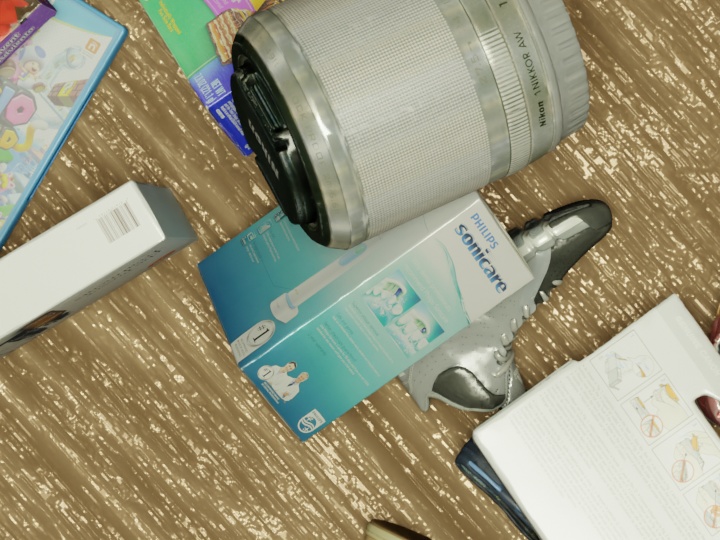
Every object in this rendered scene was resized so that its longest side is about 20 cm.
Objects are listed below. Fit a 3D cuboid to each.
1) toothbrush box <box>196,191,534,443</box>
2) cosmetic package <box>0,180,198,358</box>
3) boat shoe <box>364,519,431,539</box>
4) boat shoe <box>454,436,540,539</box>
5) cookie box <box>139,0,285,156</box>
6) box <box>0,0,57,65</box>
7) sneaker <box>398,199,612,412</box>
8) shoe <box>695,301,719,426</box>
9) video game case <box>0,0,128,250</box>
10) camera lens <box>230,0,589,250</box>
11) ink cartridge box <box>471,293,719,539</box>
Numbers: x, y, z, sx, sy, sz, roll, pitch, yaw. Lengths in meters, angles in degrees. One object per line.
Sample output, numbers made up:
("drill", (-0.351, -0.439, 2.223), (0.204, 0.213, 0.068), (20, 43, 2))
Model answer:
("toothbrush box", (0.000, 0.000, 1.334), (0.199, 0.147, 0.085), (-37, 124, 3))
("cosmetic package", (-0.220, 0.008, 1.354), (0.199, 0.151, 0.052), (-31, 91, 4))
("boat shoe", (0.078, 0.254, 1.379), (0.199, 0.071, 0.065), (36, 92, 1))
("boat shoe", (0.138, 0.202, 1.376), (0.068, 0.084, 0.201), (-31, 75, -15))
("cookie box", (-0.049, -0.210, 1.344), (0.199, 0.075, 0.172), (-35, 59, 3))
("box", (-0.336, -0.217, 1.398), (0.137, 0.039, 0.200), (-43, 81, 6))
("sneaker", (0.112, 0.038, 1.379), (0.199, 0.075, 0.116), (-29, 94, 14))
("shoe", (0.293, 0.019, 1.351), (0.071, 0.091, 0.201), (21, 92, 3))
("video game case", (-0.283, -0.130, 1.421), (0.143, 0.018, 0.201), (31, 93, 3))
("camera lens", (0.026, -0.117, 1.226), (0.199, 0.160, 0.161), (-24, 90, -10))
("ink cartridge box", (0.201, 0.146, 1.318), (0.173, 0.044, 0.201), (-34, 81, -2))
